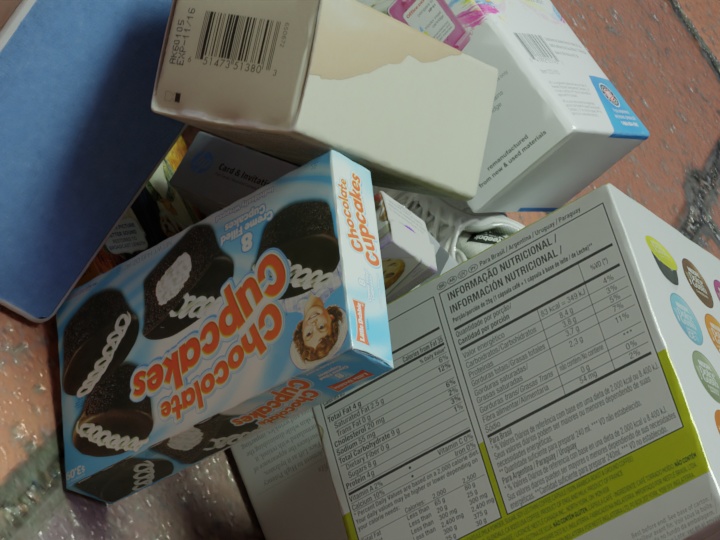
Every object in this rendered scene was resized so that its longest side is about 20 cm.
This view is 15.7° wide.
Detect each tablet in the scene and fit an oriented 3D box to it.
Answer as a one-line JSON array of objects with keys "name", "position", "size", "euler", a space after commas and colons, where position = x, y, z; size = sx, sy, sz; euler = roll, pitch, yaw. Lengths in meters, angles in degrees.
[{"name": "tablet", "position": [-0.154, -0.077, 1.365], "size": [0.130, 0.200, 0.014], "euler": [32, 5, -42]}]

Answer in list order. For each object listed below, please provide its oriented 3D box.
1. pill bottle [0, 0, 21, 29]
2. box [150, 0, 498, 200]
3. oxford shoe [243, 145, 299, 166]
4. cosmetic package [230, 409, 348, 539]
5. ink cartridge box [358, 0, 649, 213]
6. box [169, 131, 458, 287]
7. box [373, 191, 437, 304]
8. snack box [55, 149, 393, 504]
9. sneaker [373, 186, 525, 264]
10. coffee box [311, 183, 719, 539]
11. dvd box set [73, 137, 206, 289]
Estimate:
[{"name": "pill bottle", "position": [-0.137, -0.167, 1.477], "size": [0.111, 0.111, 0.200], "euler": [50, 30, -15]}, {"name": "box", "position": [-0.014, -0.096, 1.391], "size": [0.200, 0.095, 0.078], "euler": [17, 84, -61]}, {"name": "oxford shoe", "position": [-0.043, -0.128, 1.532], "size": [0.058, 0.075, 0.200], "euler": [-42, 138, -45]}, {"name": "cosmetic package", "position": [0.003, 0.138, 1.486], "size": [0.074, 0.102, 0.200], "euler": [3, 61, -59]}, {"name": "ink cartridge box", "position": [0.067, -0.137, 1.586], "size": [0.200, 0.085, 0.144], "euler": [56, 21, 13]}, {"name": "box", "position": [0.000, 0.000, 1.530], "size": [0.041, 0.156, 0.200], "euler": [-60, 143, -12]}, {"name": "box", "position": [-0.047, 0.032, 1.401], "size": [0.041, 0.200, 0.039], "euler": [35, 29, -39]}, {"name": "snack box", "position": [-0.074, 0.032, 1.351], "size": [0.037, 0.200, 0.116], "euler": [27, 46, -44]}, {"name": "sneaker", "position": [0.060, -0.017, 1.575], "size": [0.200, 0.075, 0.081], "euler": [25, -4, 20]}, {"name": "coffee box", "position": [0.119, 0.106, 1.375], "size": [0.200, 0.200, 0.198], "euler": [29, 37, -53]}, {"name": "dvd box set", "position": [-0.159, -0.085, 1.516], "size": [0.146, 0.029, 0.200], "euler": [-10, 72, -60]}]
